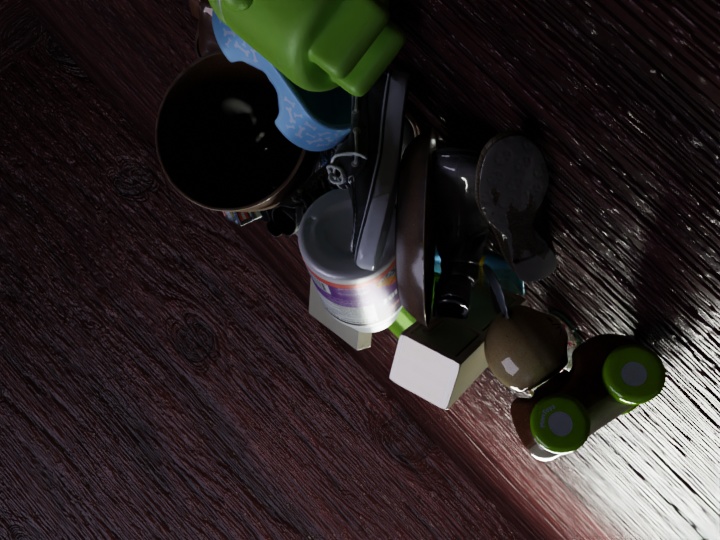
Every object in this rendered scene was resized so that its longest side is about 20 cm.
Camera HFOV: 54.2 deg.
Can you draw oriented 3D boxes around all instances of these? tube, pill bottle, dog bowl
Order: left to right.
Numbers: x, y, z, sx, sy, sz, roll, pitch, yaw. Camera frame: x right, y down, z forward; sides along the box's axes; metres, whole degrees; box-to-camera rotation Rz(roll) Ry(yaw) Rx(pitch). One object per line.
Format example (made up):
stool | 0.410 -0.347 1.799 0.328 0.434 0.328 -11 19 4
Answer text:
dog bowl | -0.066 -0.223 0.737 0.200 0.112 0.049 53 150 -17
pill bottle | 0.000 0.000 0.814 0.111 0.111 0.200 42 167 22
tube | 0.107 -0.018 0.867 0.199 0.051 0.078 18 163 20

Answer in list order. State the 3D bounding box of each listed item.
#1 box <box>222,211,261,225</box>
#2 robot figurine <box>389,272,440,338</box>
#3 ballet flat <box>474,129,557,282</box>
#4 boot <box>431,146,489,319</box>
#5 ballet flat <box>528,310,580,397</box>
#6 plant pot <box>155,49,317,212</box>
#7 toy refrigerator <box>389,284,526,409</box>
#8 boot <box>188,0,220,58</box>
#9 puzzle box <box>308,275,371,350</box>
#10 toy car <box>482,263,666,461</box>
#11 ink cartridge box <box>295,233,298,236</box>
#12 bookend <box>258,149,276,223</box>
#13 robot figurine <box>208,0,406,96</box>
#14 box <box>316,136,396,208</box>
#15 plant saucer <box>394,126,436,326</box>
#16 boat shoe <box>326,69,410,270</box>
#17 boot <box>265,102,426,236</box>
box | -0.221 -0.172 1.087 0.201 0.040 0.137 69 165 -15
robot figurine | 0.089 0.049 1.012 0.200 0.116 0.176 44 174 6
ballet flat | 0.145 -0.060 0.652 0.200 0.067 0.047 56 -164 -49
boot | 0.100 -0.027 0.700 0.069 0.133 0.200 6 161 16
ballet flat | 0.240 0.124 0.890 0.076 0.064 0.200 41 166 33
plant pot | -0.127 -0.152 0.891 0.187 0.187 0.200 45 -175 12
toy refrigerator | 0.119 0.075 0.824 0.076 0.200 0.070 26 121 24
boot | -0.141 -0.278 0.962 0.200 0.064 0.187 40 169 12
puzzle box | -0.024 -0.005 0.996 0.133 0.025 0.201 33 125 48
toy car | 0.195 0.079 0.737 0.201 0.157 0.164 57 -177 20
ink cartridge box | 0.005 -0.006 1.141 0.174 0.044 0.200 46 -166 27
bookend | -0.153 -0.174 1.110 0.199 0.092 0.201 23 136 67
robot figurine | -0.056 -0.238 0.617 0.200 0.116 0.175 43 -169 20
box | 0.004 -0.117 0.985 0.159 0.046 0.200 46 169 6
plant saucer | 0.058 -0.045 0.718 0.032 0.202 0.200 3 157 9
boat shoe | 0.003 -0.100 0.668 0.068 0.201 0.074 7 171 5
boot | -0.019 -0.101 0.790 0.078 0.138 0.200 53 149 5
